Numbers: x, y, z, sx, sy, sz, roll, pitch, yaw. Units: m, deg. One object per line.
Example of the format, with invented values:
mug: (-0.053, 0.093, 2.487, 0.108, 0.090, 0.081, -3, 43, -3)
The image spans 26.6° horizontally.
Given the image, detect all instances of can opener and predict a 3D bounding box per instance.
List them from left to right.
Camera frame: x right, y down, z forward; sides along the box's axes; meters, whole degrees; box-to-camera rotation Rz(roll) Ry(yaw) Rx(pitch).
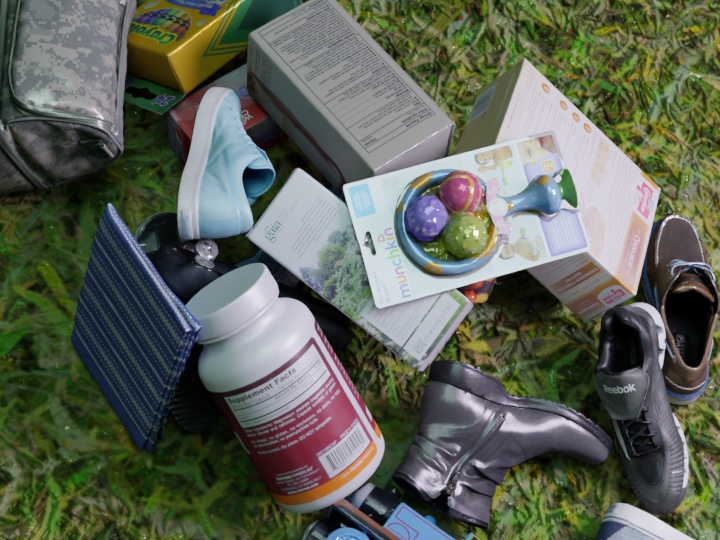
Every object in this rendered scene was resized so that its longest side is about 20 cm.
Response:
can opener: (-0.099, 0.025, 1.384, 0.198, 0.079, 0.064, 15, 34, -19)

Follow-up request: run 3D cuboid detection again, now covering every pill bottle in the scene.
pill bottle: (-0.070, 0.100, 1.320, 0.113, 0.113, 0.201, -38, 110, -23)

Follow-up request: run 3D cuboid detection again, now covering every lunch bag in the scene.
lunch bag: (-0.301, -0.188, 1.468, 0.165, 0.140, 0.202, -6, 61, 10)

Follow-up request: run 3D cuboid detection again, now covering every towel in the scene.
towel: (-0.200, 0.055, 1.341, 0.024, 0.201, 0.145, -23, 64, -34)

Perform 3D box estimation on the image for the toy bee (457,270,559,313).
toy bee: (0.092, -0.012, 1.449, 0.197, 0.109, 0.133, 2, 105, 10)

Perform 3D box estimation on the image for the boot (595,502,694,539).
boot: (0.293, 0.292, 1.353, 0.198, 0.073, 0.091, 25, 69, 16)

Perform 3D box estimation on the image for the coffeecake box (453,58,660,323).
coffeecake box: (0.186, -0.076, 1.460, 0.200, 0.073, 0.154, 40, 45, -18)

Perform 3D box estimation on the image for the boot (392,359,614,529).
boot: (0.128, 0.175, 1.386, 0.198, 0.070, 0.133, 22, 74, -13)

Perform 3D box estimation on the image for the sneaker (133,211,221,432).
sneaker: (-0.172, 0.050, 1.423, 0.073, 0.088, 0.203, -9, 87, -26)

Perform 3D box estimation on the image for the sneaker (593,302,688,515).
sneaker: (0.252, 0.123, 1.402, 0.066, 0.090, 0.203, -14, 74, 29)

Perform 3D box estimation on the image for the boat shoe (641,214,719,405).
boat shoe: (0.320, 0.026, 1.487, 0.071, 0.073, 0.203, 3, 62, -5)

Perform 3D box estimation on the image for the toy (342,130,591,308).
toy: (0.095, -0.051, 1.322, 0.197, 0.047, 0.117, -14, 76, -9)

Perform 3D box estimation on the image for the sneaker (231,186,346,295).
sneaker: (-0.057, -0.043, 1.478, 0.089, 0.079, 0.200, 33, 63, 15)

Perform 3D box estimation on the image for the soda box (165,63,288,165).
soda box: (-0.098, -0.170, 1.546, 0.199, 0.064, 0.070, -32, 70, -20)

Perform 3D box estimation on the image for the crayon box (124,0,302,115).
crayon box: (-0.172, -0.247, 1.551, 0.200, 0.052, 0.125, -43, 40, -23)

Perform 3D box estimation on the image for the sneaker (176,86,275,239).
sneaker: (-0.117, -0.096, 1.409, 0.081, 0.075, 0.202, 4, 44, 2)

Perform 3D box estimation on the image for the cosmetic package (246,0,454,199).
cosmetic package: (-0.013, -0.157, 1.454, 0.103, 0.088, 0.200, -30, 63, -22)

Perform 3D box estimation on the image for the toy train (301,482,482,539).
toy train: (0.046, 0.266, 1.326, 0.199, 0.087, 0.114, 34, 54, 13)

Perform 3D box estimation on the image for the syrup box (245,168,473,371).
syrup box: (0.000, 0.000, 1.376, 0.199, 0.081, 0.079, 38, 91, 8)
